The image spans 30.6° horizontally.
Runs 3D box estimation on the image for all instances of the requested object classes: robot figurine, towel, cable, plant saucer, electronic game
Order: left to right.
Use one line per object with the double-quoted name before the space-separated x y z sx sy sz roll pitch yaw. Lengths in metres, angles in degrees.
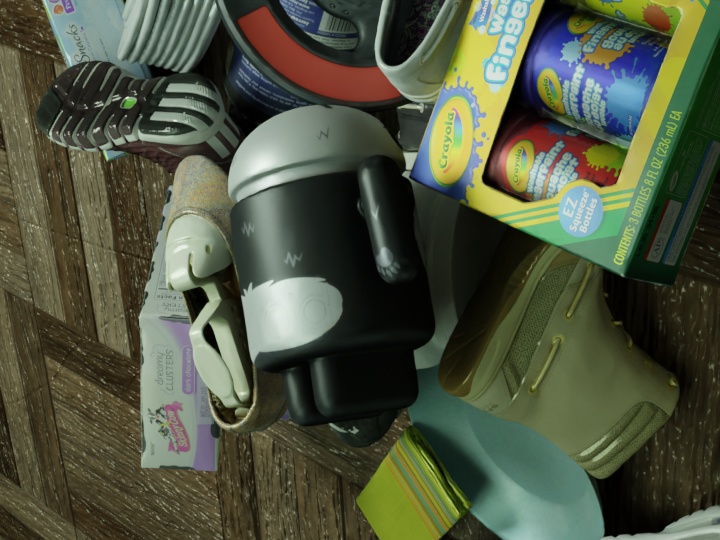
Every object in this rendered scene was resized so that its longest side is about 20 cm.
"cable" -0.126 -0.247 0.990 0.201 0.069 0.201 -91 24 -48
"robot figurine" -0.017 -0.005 0.846 0.149 0.125 0.202 -14 79 22
"electronic game" -0.003 -0.206 0.870 0.202 0.198 0.042 67 166 -6
"towel" 0.043 0.204 1.154 0.086 0.018 0.200 57 156 16
"plant saucer" 0.119 0.140 1.026 0.200 0.039 0.202 36 147 27

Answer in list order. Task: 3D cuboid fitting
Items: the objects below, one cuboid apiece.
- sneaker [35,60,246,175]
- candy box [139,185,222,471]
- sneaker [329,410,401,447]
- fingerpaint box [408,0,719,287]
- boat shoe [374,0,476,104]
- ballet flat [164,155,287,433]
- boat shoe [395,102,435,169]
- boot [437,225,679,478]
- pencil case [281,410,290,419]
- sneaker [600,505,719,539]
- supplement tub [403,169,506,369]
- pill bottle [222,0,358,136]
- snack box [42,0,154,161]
"sneaker" -0.158 -0.096 1.010 0.199 0.076 0.116 14 157 41
"candy box" -0.152 0.050 1.180 0.071 0.201 0.169 4 125 -4
"sneaker" 0.011 0.101 1.067 0.081 0.073 0.200 62 -173 -14
"fingerpaint box" 0.139 -0.116 0.784 0.166 0.073 0.202 28 102 36
"boat shoe" 0.057 -0.208 0.825 0.072 0.068 0.202 25 93 28
"ballet flat" -0.100 0.019 0.918 0.068 0.067 0.202 -16 95 33
"boat shoe" 0.099 -0.109 0.904 0.199 0.073 0.061 0 106 50
"boot" 0.162 0.028 0.897 0.155 0.201 0.073 31 176 -21
"pencil case" -0.075 0.035 1.170 0.091 0.082 0.202 45 140 44
"sneaker" 0.203 0.233 0.931 0.075 0.082 0.200 38 131 -14
"supplement tub" 0.000 0.000 0.985 0.198 0.145 0.146 -1 112 27
"pill bottle" -0.042 -0.172 0.991 0.112 0.111 0.201 44 137 22
"snack box" -0.222 -0.185 1.151 0.200 0.067 0.170 -158 47 -79
